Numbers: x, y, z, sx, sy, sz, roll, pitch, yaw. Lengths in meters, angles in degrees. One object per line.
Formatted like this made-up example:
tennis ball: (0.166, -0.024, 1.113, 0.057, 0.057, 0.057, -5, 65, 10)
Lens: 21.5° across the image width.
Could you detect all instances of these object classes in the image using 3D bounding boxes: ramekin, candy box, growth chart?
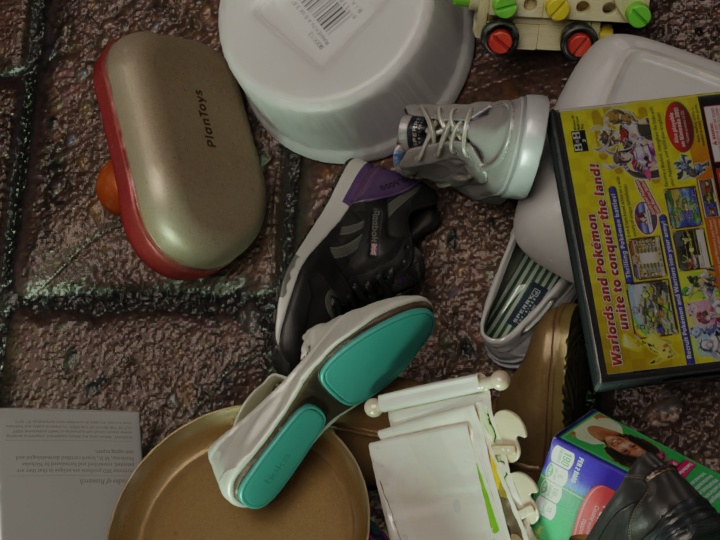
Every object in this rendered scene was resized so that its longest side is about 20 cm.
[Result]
ramekin: (-0.016, -0.194, 1.505, 0.199, 0.098, 0.201, -5, 73, 15)
candy box: (0.206, 0.216, 1.287, 0.199, 0.077, 0.170, 25, 116, 22)
growth chart: (0.067, 0.169, 1.313, 0.144, 0.018, 0.201, -4, 98, 38)

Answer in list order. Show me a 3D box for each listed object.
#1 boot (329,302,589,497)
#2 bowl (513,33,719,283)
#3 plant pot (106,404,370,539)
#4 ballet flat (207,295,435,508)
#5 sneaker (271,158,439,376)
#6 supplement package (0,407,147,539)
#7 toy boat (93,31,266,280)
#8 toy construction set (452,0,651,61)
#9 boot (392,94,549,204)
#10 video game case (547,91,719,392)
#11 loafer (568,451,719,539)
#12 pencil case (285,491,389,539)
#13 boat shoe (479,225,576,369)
boot: (0.061, 0.093, 1.382, 0.199, 0.066, 0.176, 10, 110, 19)
bowl: (0.227, -0.072, 1.369, 0.199, 0.075, 0.200, 22, 71, 5)
plant pot: (-0.085, 0.192, 1.356, 0.199, 0.028, 0.201, -8, 59, 14)
ballet flat: (-0.035, 0.080, 1.350, 0.200, 0.069, 0.069, -46, 67, -4)
sneaker: (0.000, 0.000, 1.429, 0.087, 0.076, 0.201, 16, 56, 15)
supplement package: (-0.230, 0.215, 1.418, 0.117, 0.117, 0.201, 3, 69, -27)
toy boat: (-0.163, -0.083, 1.522, 0.131, 0.130, 0.201, -33, 63, 39)
toy construction set: (0.144, -0.232, 1.448, 0.199, 0.092, 0.132, 9, 116, 7)
boot: (0.074, -0.090, 1.384, 0.095, 0.200, 0.074, 12, 80, -6)
video game case: (0.232, -0.025, 1.301, 0.180, 0.026, 0.201, -7, 72, -5)
loafer: (0.161, 0.201, 1.232, 0.200, 0.073, 0.072, -54, 52, 32)
pencil case: (-0.062, 0.255, 1.394, 0.092, 0.085, 0.200, 35, 86, 25)
boat shoe: (0.150, -0.021, 1.419, 0.073, 0.067, 0.201, 20, 81, 21)
